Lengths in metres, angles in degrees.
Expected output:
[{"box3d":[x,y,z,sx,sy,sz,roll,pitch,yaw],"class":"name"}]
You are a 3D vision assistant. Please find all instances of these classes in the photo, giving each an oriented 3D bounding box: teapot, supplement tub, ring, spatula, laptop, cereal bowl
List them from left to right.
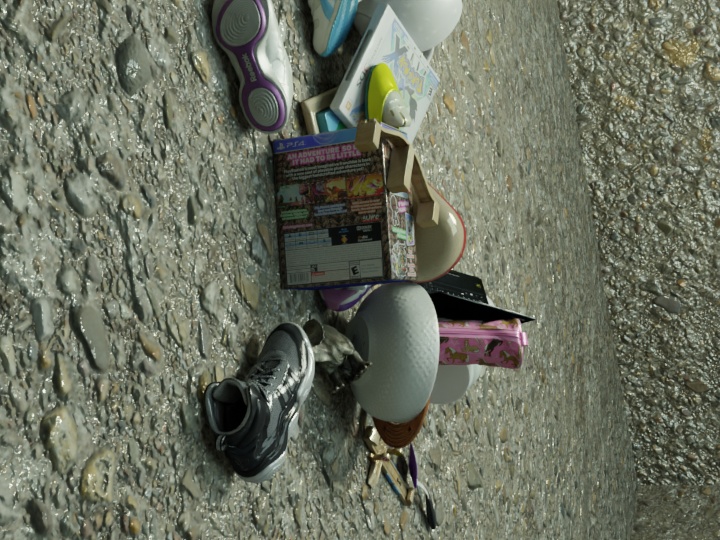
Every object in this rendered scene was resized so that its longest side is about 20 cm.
[{"box3d":[0.031,0.114,1.325,0.083,0.200,0.201,5,77,-23],"class":"cereal bowl"},{"box3d":[0.057,-0.409,1.500,0.146,0.199,0.197,-57,-168,0],"class":"teapot"},{"box3d":[0.061,0.158,1.368,0.019,0.200,0.202,7,76,-24],"class":"ring"},{"box3d":[0.105,0.373,1.578,0.057,0.020,0.201,-106,177,-54],"class":"spatula"},{"box3d":[0.152,0.123,1.603,0.200,0.140,0.141,-51,131,-57],"class":"supplement tub"},{"box3d":[0.162,0.025,1.517,0.176,0.104,0.201,16,36,-20],"class":"laptop"}]

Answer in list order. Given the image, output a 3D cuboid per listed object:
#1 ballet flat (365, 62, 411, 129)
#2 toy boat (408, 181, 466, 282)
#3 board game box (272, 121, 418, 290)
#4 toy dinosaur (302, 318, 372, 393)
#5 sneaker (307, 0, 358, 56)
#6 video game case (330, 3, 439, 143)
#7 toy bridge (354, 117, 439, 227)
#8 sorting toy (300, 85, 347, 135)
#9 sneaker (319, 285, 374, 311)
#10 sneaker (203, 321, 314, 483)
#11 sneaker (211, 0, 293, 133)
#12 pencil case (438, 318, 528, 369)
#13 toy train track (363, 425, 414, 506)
[{"box3d":[0.042,-0.201,1.379,0.067,0.067,0.201,-10,110,-52],"class":"ballet flat"},{"box3d":[0.065,-0.075,1.336,0.200,0.131,0.131,46,18,12],"class":"toy boat"},{"box3d":[-0.019,-0.079,1.239,0.097,0.159,0.201,3,83,-66],"class":"board game box"},{"box3d":[-0.039,0.106,1.254,0.102,0.077,0.200,52,9,7],"class":"toy dinosaur"},{"box3d":[-0.049,-0.413,1.354,0.076,0.080,0.201,-37,138,-64],"class":"sneaker"},{"box3d":[0.043,-0.271,1.431,0.200,0.022,0.183,42,68,-53],"class":"video game case"},{"box3d":[0.052,-0.129,1.178,0.200,0.027,0.068,45,45,-49],"class":"toy bridge"},{"box3d":[-0.020,-0.180,1.408,0.200,0.036,0.186,-44,125,-60],"class":"sorting toy"},{"box3d":[0.000,0.000,1.380,0.201,0.080,0.089,-62,158,-46],"class":"sneaker"},{"box3d":[-0.115,0.132,1.076,0.114,0.075,0.201,56,41,-51],"class":"sneaker"},{"box3d":[-0.130,-0.275,1.163,0.100,0.074,0.201,-72,154,-67],"class":"sneaker"},{"box3d":[0.154,0.110,1.443,0.087,0.199,0.083,-93,-174,-72],"class":"pencil case"},{"box3d":[0.055,0.311,1.478,0.200,0.032,0.115,63,32,-41],"class":"toy train track"}]
